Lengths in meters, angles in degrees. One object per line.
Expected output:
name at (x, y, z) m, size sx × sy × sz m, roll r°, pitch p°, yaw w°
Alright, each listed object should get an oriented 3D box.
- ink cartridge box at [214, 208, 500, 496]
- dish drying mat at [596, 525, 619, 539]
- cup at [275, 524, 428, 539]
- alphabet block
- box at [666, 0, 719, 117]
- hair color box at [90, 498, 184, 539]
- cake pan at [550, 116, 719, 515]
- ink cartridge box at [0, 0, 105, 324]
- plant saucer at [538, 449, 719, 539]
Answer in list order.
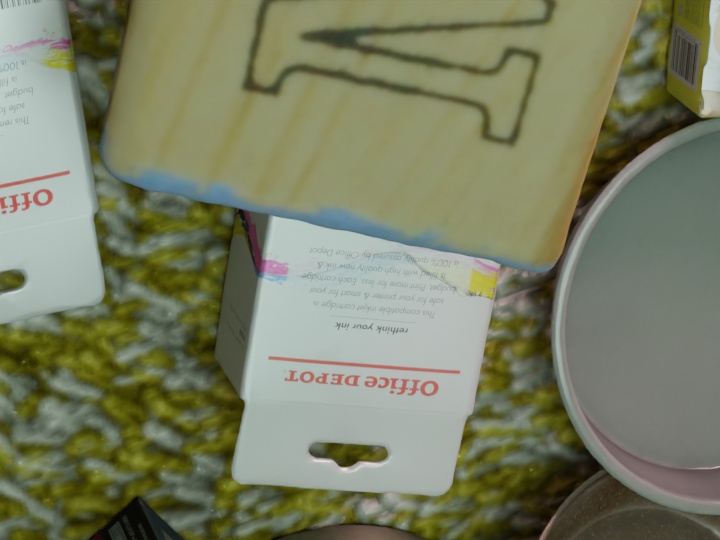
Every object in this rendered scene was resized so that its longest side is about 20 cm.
ink cartridge box at (0.000, 0.000, 1.316) m, size 0.116 × 0.067 × 0.200 m, roll 6°, pitch 106°, yaw -17°
dish drying mat at (0.165, 0.222, 1.460) m, size 0.200 × 0.018 × 0.077 m, roll 45°, pitch 74°, yaw -23°
cup at (0.003, 0.242, 1.363) m, size 0.200 × 0.143 × 0.200 m, roll -5°, pitch 110°, yaw -14°
alphabet block at (0.011, -0.146, 1.159) m, size 0.196 × 0.195 × 0.200 m, roll 11°, pitch 122°, yaw -7°
box at (0.250, -0.114, 1.354) m, size 0.200 × 0.050 × 0.075 m, roll -3°, pitch 110°, yaw -15°
hair color box at (-0.150, 0.211, 1.332) m, size 0.200 × 0.099 × 0.061 m, roll -43°, pitch 115°, yaw 2°
cake pan at (0.180, 0.019, 1.376) m, size 0.200 × 0.037 × 0.200 m, roll -4°, pitch 103°, yaw -17°
ink cartridge box at (-0.183, -0.077, 1.236) m, size 0.117 × 0.067 × 0.200 m, roll -11°, pitch 111°, yaw -12°
plant saucer at (0.154, 0.191, 1.406) m, size 0.200 × 0.037 × 0.200 m, roll 7°, pitch 75°, yaw -28°
